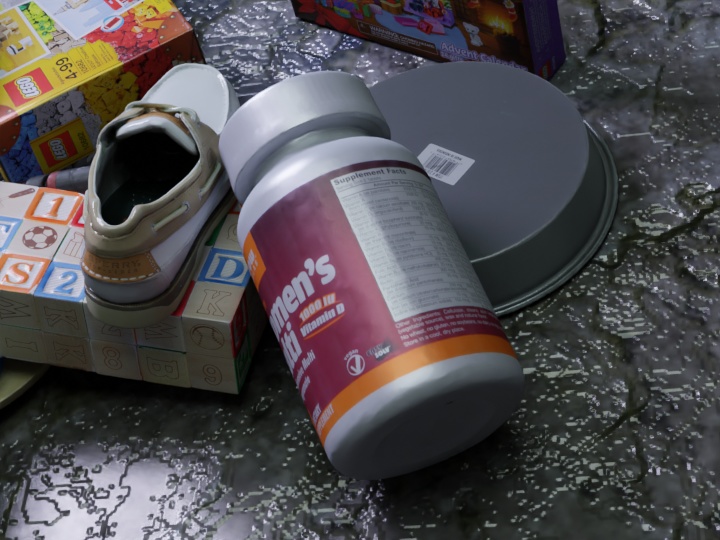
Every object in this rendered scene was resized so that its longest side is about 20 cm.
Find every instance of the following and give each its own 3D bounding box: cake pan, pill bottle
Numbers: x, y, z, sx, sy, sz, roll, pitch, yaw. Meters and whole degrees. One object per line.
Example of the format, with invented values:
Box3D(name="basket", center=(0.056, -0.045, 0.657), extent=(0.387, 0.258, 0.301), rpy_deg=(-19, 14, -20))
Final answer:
Box3D(name="cake pan", center=(0.052, -0.054, 1.012), extent=(0.200, 0.037, 0.200), rpy_deg=(-8, 48, 8))
Box3D(name="pill bottle", center=(0.000, 0.000, 0.894), extent=(0.110, 0.110, 0.200), rpy_deg=(-22, 65, -5))

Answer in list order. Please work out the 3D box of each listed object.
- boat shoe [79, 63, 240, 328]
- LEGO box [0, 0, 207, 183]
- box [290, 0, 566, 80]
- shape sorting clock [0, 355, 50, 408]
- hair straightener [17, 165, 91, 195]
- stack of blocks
Box3D(name="boat shoe", center=(-0.107, -0.060, 0.943), extent=(0.075, 0.068, 0.200), rpy_deg=(3, 43, 5))
Box3D(name="LEGO box", center=(-0.206, -0.153, 1.144), extent=(0.149, 0.077, 0.200), rpy_deg=(-28, 48, -11))
Box3D(name="box", center=(0.030, -0.200, 1.082), extent=(0.200, 0.137, 0.039), rpy_deg=(21, 57, 31))
Box3D(name="shape sorting clock", center=(-0.270, 0.025, 1.026), extent=(0.200, 0.039, 0.200), rpy_deg=(-1, 43, 1))
Box3D(name="hair straightener", center=(-0.138, -0.055, 1.059), extent=(0.200, 0.041, 0.077), rpy_deg=(-17, 3, -5))
Box3D(name="stack of blocks", center=(-0.151, -0.003, 0.978), extent=(0.200, 0.059, 0.115), rpy_deg=(8, 44, 10))
